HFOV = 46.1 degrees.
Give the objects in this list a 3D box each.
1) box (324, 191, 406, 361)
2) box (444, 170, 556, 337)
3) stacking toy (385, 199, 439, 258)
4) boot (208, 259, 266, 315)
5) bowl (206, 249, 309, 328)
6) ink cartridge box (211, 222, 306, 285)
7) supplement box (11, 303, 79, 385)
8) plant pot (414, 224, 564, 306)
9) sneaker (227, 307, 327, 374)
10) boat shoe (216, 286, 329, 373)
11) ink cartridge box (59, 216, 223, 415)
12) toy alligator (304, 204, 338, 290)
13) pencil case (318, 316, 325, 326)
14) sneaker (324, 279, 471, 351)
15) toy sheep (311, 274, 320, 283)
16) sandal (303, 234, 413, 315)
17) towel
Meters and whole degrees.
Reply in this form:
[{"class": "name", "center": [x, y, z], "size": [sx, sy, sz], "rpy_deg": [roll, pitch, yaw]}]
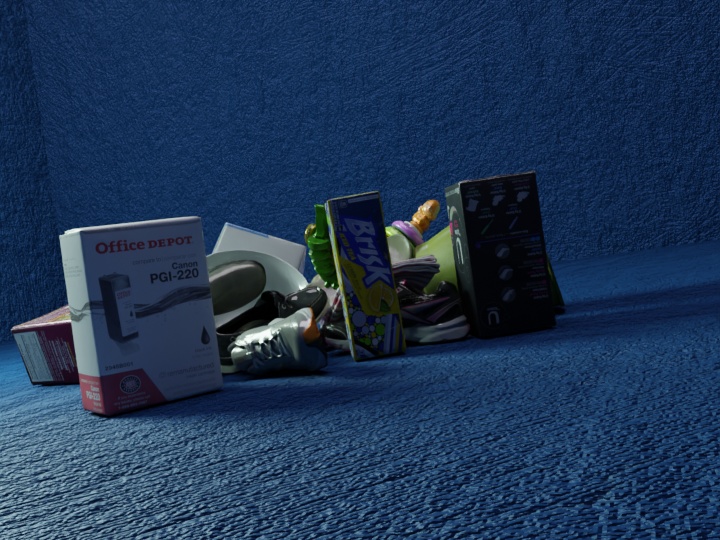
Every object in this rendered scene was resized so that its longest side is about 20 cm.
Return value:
[{"class": "box", "center": [0.005, 0.006, 1.068], "size": [0.069, 0.203, 0.064], "rpy_deg": [-10, 2, -6]}, {"class": "box", "center": [0.183, -0.022, 1.128], "size": [0.105, 0.203, 0.122], "rpy_deg": [-8, 1, -3]}, {"class": "stacking toy", "center": [0.062, -0.040, 1.388], "size": [0.200, 0.110, 0.116], "rpy_deg": [-45, -16, -9]}, {"class": "boot", "center": [-0.210, 0.055, 1.123], "size": [0.198, 0.068, 0.131], "rpy_deg": [-19, 21, -9]}, {"class": "bowl", "center": [-0.175, 0.067, 1.278], "size": [0.198, 0.091, 0.202], "rpy_deg": [10, 40, -8]}, {"class": "ink cartridge box", "center": [-0.175, 0.022, 1.450], "size": [0.143, 0.084, 0.201], "rpy_deg": [16, -30, 1]}, {"class": "supplement box", "center": [-0.426, 0.108, 1.329], "size": [0.198, 0.104, 0.131], "rpy_deg": [-7, 14, 36]}, {"class": "plant pot", "center": [0.191, -0.009, 1.313], "size": [0.191, 0.203, 0.200], "rpy_deg": [-20, -1, 11]}, {"class": "sneaker", "center": [-0.105, 0.097, 1.023], "size": [0.091, 0.077, 0.200], "rpy_deg": [-17, -3, -23]}, {"class": "boat shoe", "center": [-0.124, 0.062, 1.161], "size": [0.198, 0.067, 0.074], "rpy_deg": [-30, 32, -29]}, {"class": "ink cartridge box", "center": [-0.244, 0.047, 0.952], "size": [0.144, 0.203, 0.084], "rpy_deg": [-9, 2, -35]}, {"class": "toy alligator", "center": [-0.037, -0.003, 1.155], "size": [0.059, 0.201, 0.055], "rpy_deg": [12, 52, 27]}, {"class": "pencil case", "center": [-0.032, 0.071, 1.426], "size": [0.084, 0.085, 0.200], "rpy_deg": [-45, 3, -2]}, {"class": "sneaker", "center": [0.047, 0.057, 1.144], "size": [0.197, 0.088, 0.080], "rpy_deg": [-8, 1, 12]}, {"class": "toy sheep", "center": [-0.002, 0.035, 1.714], "size": [0.197, 0.140, 0.138], "rpy_deg": [6, -1, -6]}, {"class": "sandal", "center": [0.000, 0.001, 1.270], "size": [0.200, 0.058, 0.080], "rpy_deg": [-31, 50, -26]}, {"class": "towel", "center": [0.022, 0.050, 1.216], "size": [0.145, 0.030, 0.201], "rpy_deg": [-12, -28, -24]}]
